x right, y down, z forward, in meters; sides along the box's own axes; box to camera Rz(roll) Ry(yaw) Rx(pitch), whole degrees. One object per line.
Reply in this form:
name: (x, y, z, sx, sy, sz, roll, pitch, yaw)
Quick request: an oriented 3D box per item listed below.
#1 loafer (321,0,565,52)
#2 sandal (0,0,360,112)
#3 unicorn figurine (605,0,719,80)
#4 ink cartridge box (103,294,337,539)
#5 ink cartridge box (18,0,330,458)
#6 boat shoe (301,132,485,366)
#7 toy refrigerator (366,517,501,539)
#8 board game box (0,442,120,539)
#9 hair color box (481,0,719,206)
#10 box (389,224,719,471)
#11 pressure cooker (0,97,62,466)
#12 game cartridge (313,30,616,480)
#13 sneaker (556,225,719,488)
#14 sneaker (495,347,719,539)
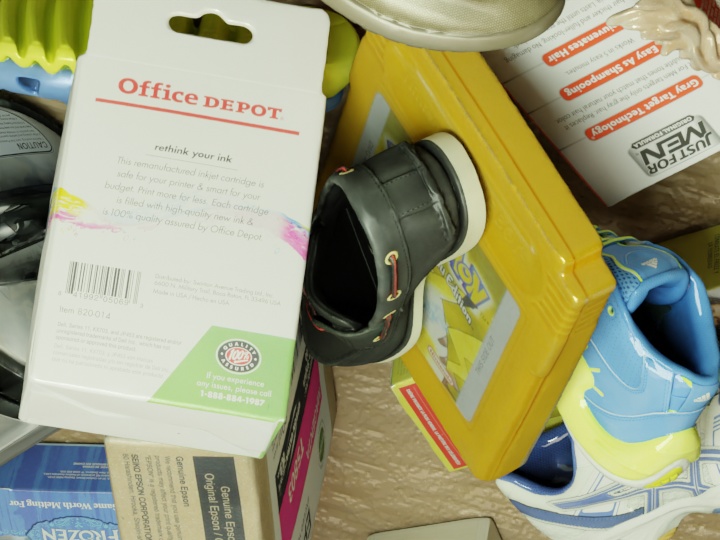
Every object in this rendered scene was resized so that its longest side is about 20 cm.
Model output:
loafer: (-0.003, -0.156, 1.268, 0.200, 0.076, 0.067, 21, 133, 2)
sandal: (-0.102, -0.085, 1.416, 0.200, 0.079, 0.087, 9, 124, 5)
unicorn figurine: (0.206, -0.164, 1.295, 0.137, 0.074, 0.200, 34, 115, -28)
ink cartridge box: (-0.066, 0.076, 1.467, 0.075, 0.200, 0.165, 1, 131, 9)
ink cartridge box: (-0.082, -0.025, 1.336, 0.117, 0.200, 0.067, 10, 160, -6)
boat shoe: (-0.001, -0.002, 1.368, 0.063, 0.074, 0.201, -22, 166, -21)
toy refrigerator: (0.066, 0.237, 1.665, 0.076, 0.070, 0.200, -10, 127, 19)
board game box: (-0.145, 0.183, 1.676, 0.200, 0.043, 0.199, 1, 131, 10)
hair color box: (0.098, -0.132, 1.354, 0.101, 0.061, 0.200, -27, 119, 29)
box: (0.119, 0.039, 1.500, 0.200, 0.050, 0.075, -16, 128, 23)
pressure cooker: (-0.199, 0.011, 1.455, 0.200, 0.176, 0.179, -31, 122, 35)
game cartridge: (0.043, -0.016, 1.369, 0.032, 0.176, 0.200, -24, 158, -20)
sneaker: (0.113, 0.000, 1.394, 0.200, 0.076, 0.105, 57, 143, 20)
sneaker: (0.147, 0.079, 1.447, 0.088, 0.075, 0.200, 33, 129, -21)
